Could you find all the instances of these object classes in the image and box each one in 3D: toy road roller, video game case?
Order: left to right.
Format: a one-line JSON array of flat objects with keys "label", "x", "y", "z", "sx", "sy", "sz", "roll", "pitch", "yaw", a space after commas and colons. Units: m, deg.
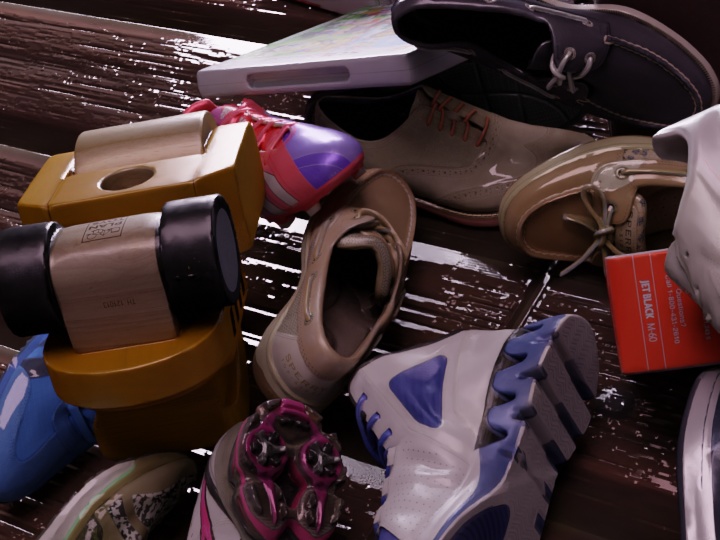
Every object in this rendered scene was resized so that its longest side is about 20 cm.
[{"label": "toy road roller", "x": -0.115, "y": 0.012, "z": 0.807, "sx": 0.121, "sy": 0.147, "sz": 0.201, "roll": -8, "pitch": 27, "yaw": 7}, {"label": "video game case", "x": 0.019, "y": -0.156, "z": 0.981, "sx": 0.181, "sy": 0.022, "sz": 0.199, "roll": 2, "pitch": 22, "yaw": 39}]

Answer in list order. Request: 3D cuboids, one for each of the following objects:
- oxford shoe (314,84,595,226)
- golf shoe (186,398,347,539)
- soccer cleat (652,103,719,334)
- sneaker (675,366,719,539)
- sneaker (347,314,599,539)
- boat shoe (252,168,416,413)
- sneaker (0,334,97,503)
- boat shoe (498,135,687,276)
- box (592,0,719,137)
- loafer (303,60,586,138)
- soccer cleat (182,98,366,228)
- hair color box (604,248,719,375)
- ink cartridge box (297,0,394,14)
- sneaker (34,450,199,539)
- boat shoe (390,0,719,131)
[{"label": "oxford shoe", "x": 0.060, "y": -0.078, "z": 0.930, "sx": 0.198, "sy": 0.074, "sz": 0.071, "roll": 1, "pitch": 45, "yaw": 20}, {"label": "golf shoe", "x": -0.052, "y": 0.170, "z": 0.721, "sx": 0.092, "sy": 0.072, "sz": 0.202, "roll": -41, "pitch": 37, "yaw": 47}, {"label": "soccer cleat", "x": 0.180, "y": 0.013, "z": 0.659, "sx": 0.077, "sy": 0.069, "sz": 0.202, "roll": -11, "pitch": 60, "yaw": 15}, {"label": "sneaker", "x": 0.215, "y": 0.127, "z": 0.648, "sx": 0.145, "sy": 0.077, "sz": 0.204, "roll": -9, "pitch": 49, "yaw": 23}, {"label": "sneaker", "x": 0.038, "y": 0.104, "z": 0.752, "sx": 0.114, "sy": 0.081, "sz": 0.200, "roll": 3, "pitch": 49, "yaw": 39}, {"label": "boat shoe", "x": 0.000, "y": 0.000, "z": 0.847, "sx": 0.065, "sy": 0.072, "sz": 0.201, "roll": -41, "pitch": 15, "yaw": 40}, {"label": "sneaker", "x": -0.148, "y": 0.059, "z": 0.863, "sx": 0.078, "sy": 0.066, "sz": 0.201, "roll": 16, "pitch": 51, "yaw": 27}, {"label": "boat shoe", "x": 0.179, "y": -0.036, "z": 0.846, "sx": 0.198, "sy": 0.074, "sz": 0.063, "roll": -10, "pitch": 39, "yaw": 7}, {"label": "box", "x": 0.244, "y": -0.186, "z": 0.909, "sx": 0.198, "sy": 0.165, "sz": 0.167, "roll": -7, "pitch": 38, "yaw": 11}, {"label": "loafer", "x": 0.059, "y": -0.126, "z": 0.990, "sx": 0.198, "sy": 0.072, "sz": 0.063, "roll": -4, "pitch": 37, "yaw": 18}, {"label": "soccer cleat", "x": -0.062, "y": -0.075, "z": 0.915, "sx": 0.067, "sy": 0.077, "sz": 0.200, "roll": -38, "pitch": 17, "yaw": -16}, {"label": "hair color box", "x": 0.229, "y": 0.010, "z": 0.747, "sx": 0.198, "sy": 0.111, "sz": 0.065, "roll": -9, "pitch": 87, "yaw": 11}, {"label": "ink cartridge box", "x": 0.016, "y": -0.299, "z": 1.175, "sx": 0.147, "sy": 0.086, "sz": 0.200, "roll": 20, "pitch": 55, "yaw": 35}, {"label": "sneaker", "x": -0.139, "y": 0.180, "z": 0.745, "sx": 0.088, "sy": 0.077, "sz": 0.200, "roll": 36, "pitch": 61, "yaw": 13}, {"label": "boat shoe", "x": 0.109, "y": -0.121, "z": 0.841, "sx": 0.198, "sy": 0.073, "sz": 0.063, "roll": 25, "pitch": 44, "yaw": 6}]
